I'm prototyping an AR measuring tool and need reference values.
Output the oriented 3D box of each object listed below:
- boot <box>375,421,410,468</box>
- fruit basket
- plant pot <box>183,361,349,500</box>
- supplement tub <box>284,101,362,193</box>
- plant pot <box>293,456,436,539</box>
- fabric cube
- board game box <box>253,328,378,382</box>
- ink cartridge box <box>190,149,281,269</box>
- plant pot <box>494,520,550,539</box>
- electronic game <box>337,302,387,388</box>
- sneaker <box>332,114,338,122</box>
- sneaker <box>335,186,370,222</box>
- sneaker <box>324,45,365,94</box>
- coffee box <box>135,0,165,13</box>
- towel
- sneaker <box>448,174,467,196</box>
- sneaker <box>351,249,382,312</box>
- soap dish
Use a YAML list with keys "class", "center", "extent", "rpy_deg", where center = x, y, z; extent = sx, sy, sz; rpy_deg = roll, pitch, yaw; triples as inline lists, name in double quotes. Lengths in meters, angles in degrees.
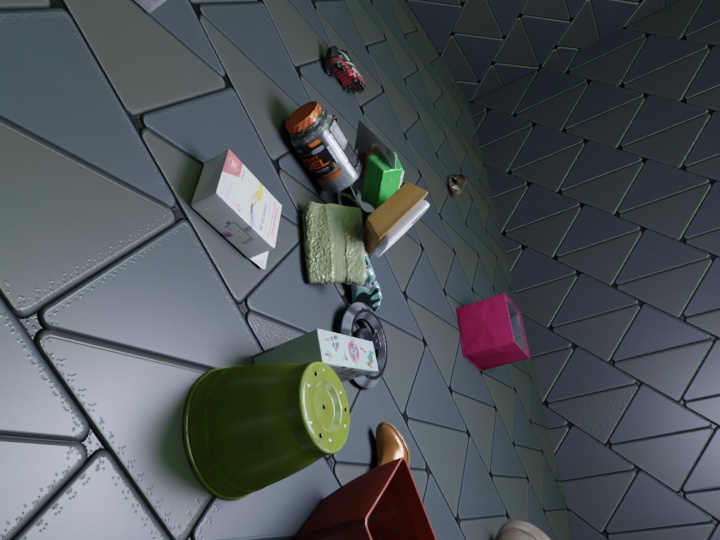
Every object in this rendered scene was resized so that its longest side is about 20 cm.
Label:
- class: "boot"
  center: [0.049, 0.435, 1.198]
  extent: [0.154, 0.073, 0.204]
  rpy_deg: [4, 66, -59]
- class: "fruit basket"
  center: [0.035, -0.264, 1.462]
  extent: [0.201, 0.092, 0.188]
  rpy_deg: [-122, -148, -45]
- class: "plant pot"
  center: [-0.125, 0.223, 0.847]
  extent: [0.200, 0.190, 0.203]
  rpy_deg: [44, 35, -43]
- class: "supplement tub"
  center: [-0.090, -0.299, 1.370]
  extent: [0.201, 0.121, 0.124]
  rpy_deg: [53, 30, -32]
- class: "plant pot"
  center: [0.006, 0.472, 0.958]
  extent: [0.199, 0.174, 0.203]
  rpy_deg: [-27, 96, -65]
- class: "fabric cube"
  center: [0.495, 0.233, 2.104]
  extent: [0.196, 0.197, 0.203]
  rpy_deg: [37, 41, -48]
- class: "board game box"
  center: [-0.078, 0.171, 1.036]
  extent: [0.199, 0.146, 0.065]
  rpy_deg: [24, 48, -57]
- class: "ink cartridge box"
  center: [-0.212, -0.108, 1.048]
  extent: [0.200, 0.067, 0.118]
  rpy_deg: [48, 33, -40]
- class: "plant pot"
  center: [0.450, 0.859, 1.610]
  extent: [0.172, 0.198, 0.204]
  rpy_deg: [-21, 91, -49]
- class: "electronic game"
  center: [0.006, 0.176, 1.325]
  extent: [0.199, 0.041, 0.204]
  rpy_deg: [30, 54, -52]
- class: "sneaker"
  center: [-0.084, -0.369, 1.480]
  extent: [0.199, 0.081, 0.079]
  rpy_deg: [-8, 79, -64]
- class: "sneaker"
  center: [-0.005, -0.146, 1.483]
  extent: [0.071, 0.082, 0.204]
  rpy_deg: [13, 61, -61]
- class: "sneaker"
  center: [-0.046, -0.627, 1.752]
  extent: [0.199, 0.070, 0.100]
  rpy_deg: [22, 56, -57]
- class: "coffee box"
  center: [-0.409, -0.566, 0.956]
  extent: [0.199, 0.079, 0.116]
  rpy_deg: [35, 42, -51]
- class: "towel"
  center: [-0.059, -0.062, 1.271]
  extent: [0.037, 0.145, 0.204]
  rpy_deg: [118, -29, -63]
- class: "sneaker"
  center: [0.450, -0.420, 2.623]
  extent: [0.076, 0.069, 0.201]
  rpy_deg: [58, 27, -22]
- class: "sneaker"
  center: [0.000, 0.000, 1.403]
  extent: [0.141, 0.076, 0.203]
  rpy_deg: [-105, -177, -57]
- class: "soap dish"
  center: [0.075, -0.119, 1.334]
  extent: [0.081, 0.157, 0.200]
  rpy_deg: [46, -11, 3]
